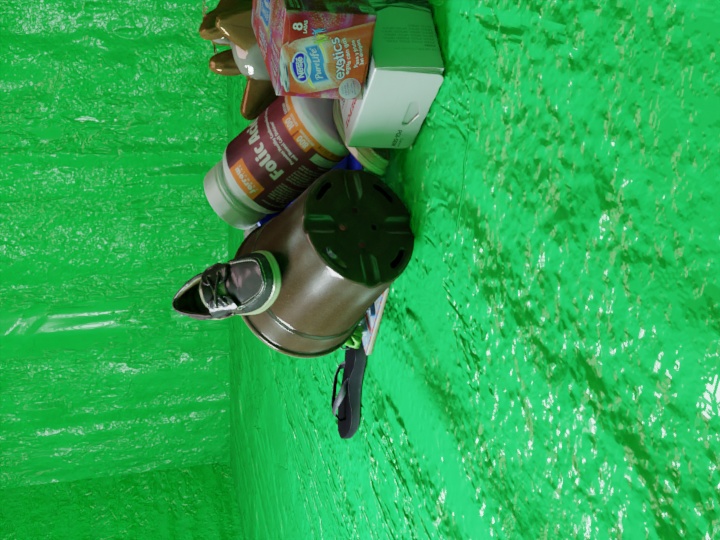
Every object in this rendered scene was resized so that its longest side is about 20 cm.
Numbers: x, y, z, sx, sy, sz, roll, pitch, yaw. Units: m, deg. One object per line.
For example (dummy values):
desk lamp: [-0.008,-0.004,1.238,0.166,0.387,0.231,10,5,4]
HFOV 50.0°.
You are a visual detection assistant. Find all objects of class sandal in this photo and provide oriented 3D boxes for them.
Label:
sandal: [-0.025,0.180,1.230,0.076,0.042,0.204,-116,28,-56]

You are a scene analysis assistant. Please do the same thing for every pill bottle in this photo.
pill bottle: [-0.110,-0.148,1.019,0.199,0.113,0.116,-36,50,28]

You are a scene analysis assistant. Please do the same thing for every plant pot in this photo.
plant pot: [-0.040,-0.017,0.980,0.198,0.197,0.204,-40,53,53]

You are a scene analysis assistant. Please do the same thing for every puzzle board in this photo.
puzzle board: [0.000,0.000,1.154,0.152,0.017,0.202,103,158,-46]

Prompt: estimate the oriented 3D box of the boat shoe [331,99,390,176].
boat shoe: [0.006,-0.212,0.985,0.065,0.072,0.203,-34,52,27]

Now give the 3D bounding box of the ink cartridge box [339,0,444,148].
ink cartridge box: [0.022,-0.266,0.896,0.147,0.081,0.204,117,147,-60]

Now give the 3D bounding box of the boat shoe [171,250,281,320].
boat shoe: [-0.170,0.027,0.956,0.199,0.065,0.073,-19,84,50]

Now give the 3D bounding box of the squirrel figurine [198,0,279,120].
squirrel figurine: [-0.125,-0.335,1.055,0.187,0.197,0.143,53,169,50]

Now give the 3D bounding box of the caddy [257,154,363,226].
caddy: [-0.081,-0.135,1.148,0.203,0.139,0.105,-62,16,10]

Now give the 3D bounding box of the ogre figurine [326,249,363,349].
ogre figurine: [-0.068,0.025,1.157,0.098,0.117,0.205,133,133,-68]

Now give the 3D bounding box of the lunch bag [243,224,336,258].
lunch bag: [-0.107,-0.005,1.335,0.167,0.138,0.204,30,129,38]

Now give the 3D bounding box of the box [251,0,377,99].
box: [-0.057,-0.276,0.847,0.202,0.097,0.097,-111,25,-49]
